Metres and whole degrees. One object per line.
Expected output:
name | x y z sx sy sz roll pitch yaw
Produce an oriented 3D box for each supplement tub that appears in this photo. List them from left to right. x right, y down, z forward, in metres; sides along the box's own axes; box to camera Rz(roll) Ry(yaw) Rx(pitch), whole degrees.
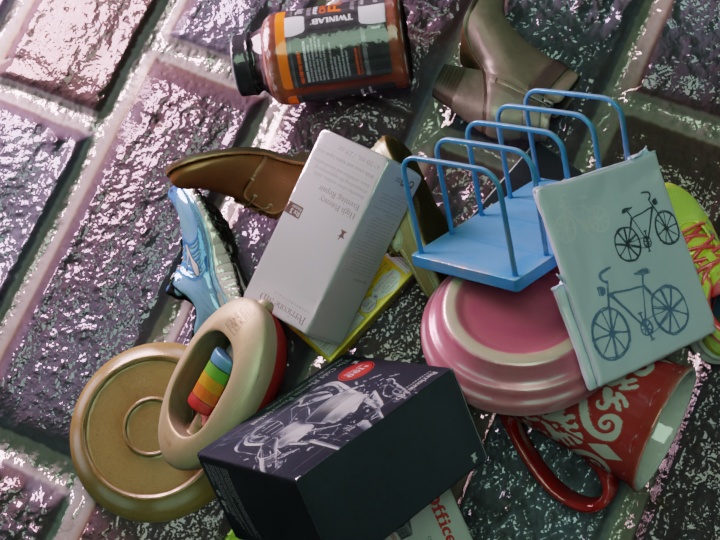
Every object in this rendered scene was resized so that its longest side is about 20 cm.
supplement tub | -0.044 -0.247 1.507 0.199 0.107 0.107 -8 71 5

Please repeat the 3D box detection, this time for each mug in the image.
mug | 0.206 0.135 1.330 0.200 0.133 0.178 26 85 24

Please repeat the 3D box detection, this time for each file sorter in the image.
file sorter | 0.158 -0.087 1.305 0.200 0.123 0.139 -31 31 -34

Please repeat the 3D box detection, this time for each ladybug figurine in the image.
ladybug figurine | -0.136 0.119 1.371 0.200 0.072 0.136 -58 40 12

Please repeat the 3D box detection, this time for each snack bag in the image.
snack bag | 0.249 -0.006 1.266 0.188 0.021 0.200 -19 90 -37

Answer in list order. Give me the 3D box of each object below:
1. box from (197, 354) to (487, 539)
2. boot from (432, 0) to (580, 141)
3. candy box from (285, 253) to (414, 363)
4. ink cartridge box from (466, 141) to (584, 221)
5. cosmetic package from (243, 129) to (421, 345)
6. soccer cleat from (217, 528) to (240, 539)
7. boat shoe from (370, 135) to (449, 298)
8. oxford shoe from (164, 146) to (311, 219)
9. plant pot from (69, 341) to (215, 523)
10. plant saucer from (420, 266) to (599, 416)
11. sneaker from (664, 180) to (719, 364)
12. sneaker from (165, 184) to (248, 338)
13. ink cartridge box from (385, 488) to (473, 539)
box | -0.018 0.177 1.271 0.200 0.182 0.104 -33 110 -31
boot | 0.176 -0.233 1.487 0.146 0.070 0.200 20 72 15
candy box | 0.000 0.000 1.464 0.102 0.026 0.200 41 82 21
ink cartridge box | 0.205 -0.009 1.429 0.198 0.043 0.200 38 82 16
cosmetic package | -0.030 -0.035 1.389 0.102 0.074 0.200 28 94 35
soccer cleat | -0.083 0.259 1.380 0.081 0.068 0.200 39 77 -5
boat shoe | 0.050 -0.047 1.427 0.066 0.074 0.200 -35 60 27
oxford shoe | -0.115 -0.093 1.455 0.200 0.071 0.071 2 74 -20
plant pot | -0.224 0.171 1.441 0.200 0.027 0.201 -3 71 8
plant saucer | 0.157 0.047 1.289 0.200 0.051 0.201 -5 47 6
sneaker | 0.354 -0.003 1.353 0.078 0.090 0.200 -27 89 -14
sneaker | -0.183 -0.008 1.468 0.090 0.078 0.200 -24 68 7
ink cartridge box | 0.017 0.297 1.310 0.200 0.084 0.145 -24 89 -6
